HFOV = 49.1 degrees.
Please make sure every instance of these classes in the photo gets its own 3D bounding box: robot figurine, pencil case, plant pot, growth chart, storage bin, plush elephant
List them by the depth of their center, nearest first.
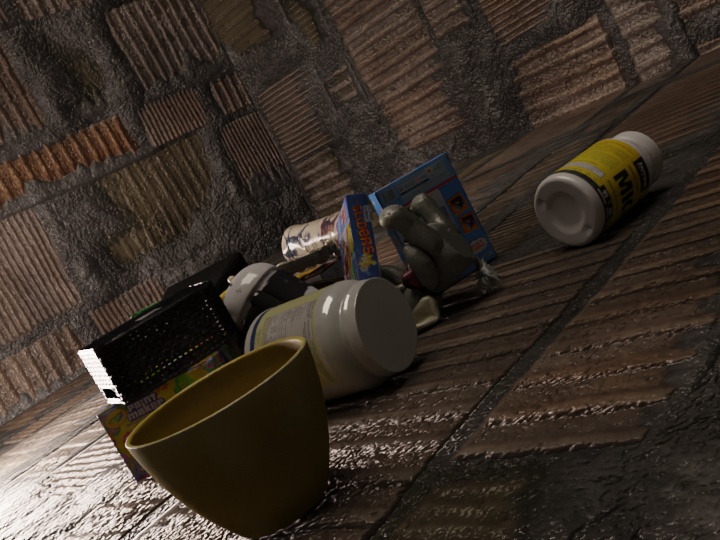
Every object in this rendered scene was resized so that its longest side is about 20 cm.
[{"bbox_3d":[-0.108,0.177,0.786,0.200,0.142,0.200,-28,8,4],"label":"plant pot"},{"bbox_3d":[-0.297,0.105,1.167,0.200,0.094,0.135,-35,11,-31],"label":"storage bin"},{"bbox_3d":[0.092,0.002,1.189,0.155,0.200,0.165,-50,-3,26],"label":"plush elephant"},{"bbox_3d":[-0.118,0.073,1.231,0.125,0.200,0.150,-52,-12,-47],"label":"robot figurine"},{"bbox_3d":[-0.125,-0.005,1.353,0.199,0.018,0.145,-22,-8,-7],"label":"growth chart"},{"bbox_3d":[-0.066,-0.065,1.474,0.089,0.078,0.200,-14,-1,-43],"label":"pencil case"},{"bbox_3d":[-0.313,0.105,1.663,0.199,0.200,0.177,-26,9,12],"label":"plant pot"}]

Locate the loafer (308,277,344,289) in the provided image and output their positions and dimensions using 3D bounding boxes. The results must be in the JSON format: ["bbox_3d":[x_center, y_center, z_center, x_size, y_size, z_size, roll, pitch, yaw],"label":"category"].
[{"bbox_3d":[-0.003,0.042,1.315,0.199,0.073,0.072,-8,-21,-10],"label":"loafer"}]

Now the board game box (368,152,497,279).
[{"bbox_3d":[0.124,-0.075,1.331,0.151,0.200,0.037,-31,8,-18],"label":"board game box"}]

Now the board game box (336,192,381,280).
[{"bbox_3d":[0.000,0.000,1.199,0.034,0.201,0.135,-7,-14,-10],"label":"board game box"}]

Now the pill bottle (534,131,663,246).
[{"bbox_3d":[0.363,-0.129,1.184,0.200,0.115,0.114,-34,10,-32],"label":"pill bottle"}]

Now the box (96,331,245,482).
[{"bbox_3d":[-0.263,0.197,1.224,0.200,0.122,0.193,-26,9,11],"label":"box"}]

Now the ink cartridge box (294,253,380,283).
[{"bbox_3d":[-0.079,0.032,1.481,0.175,0.084,0.200,-22,11,31],"label":"ink cartridge box"}]

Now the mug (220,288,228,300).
[{"bbox_3d":[-0.259,0.125,1.394,0.149,0.153,0.187,-39,18,14],"label":"mug"}]

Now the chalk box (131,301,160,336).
[{"bbox_3d":[-0.363,0.157,1.515,0.124,0.200,0.124,-28,8,-2],"label":"chalk box"}]

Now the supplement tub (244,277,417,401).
[{"bbox_3d":[-0.040,0.096,1.038,0.200,0.145,0.145,-21,11,37],"label":"supplement tub"}]
